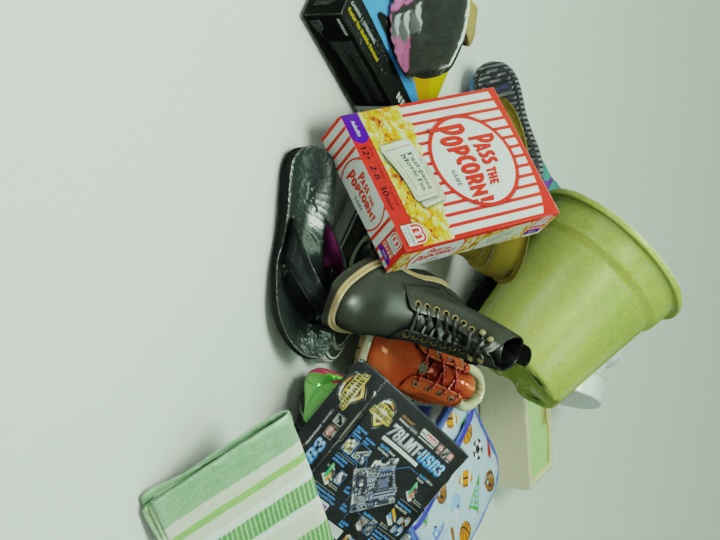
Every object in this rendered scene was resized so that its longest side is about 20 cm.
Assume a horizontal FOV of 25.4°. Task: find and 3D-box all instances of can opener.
[{"bbox_3d":[0.152,0.039,1.870,0.200,0.063,0.079,-49,162,-34],"label":"can opener"}]

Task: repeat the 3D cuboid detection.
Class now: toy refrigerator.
[{"bbox_3d":[0.190,0.157,1.936,0.076,0.069,0.202,-29,118,-56],"label":"toy refrigerator"}]

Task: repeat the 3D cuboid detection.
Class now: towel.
[{"bbox_3d":[-0.100,0.238,1.414,0.152,0.023,0.201,-30,124,-19],"label":"towel"}]

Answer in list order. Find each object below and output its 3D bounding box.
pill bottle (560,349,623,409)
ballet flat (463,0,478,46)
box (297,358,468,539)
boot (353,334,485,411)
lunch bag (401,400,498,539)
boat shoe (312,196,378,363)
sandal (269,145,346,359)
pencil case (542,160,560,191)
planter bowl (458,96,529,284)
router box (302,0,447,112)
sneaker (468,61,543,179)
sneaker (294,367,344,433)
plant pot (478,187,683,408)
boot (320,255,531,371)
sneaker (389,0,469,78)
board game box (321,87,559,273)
[{"bbox_3d":[0.287,0.069,2.051,0.114,0.113,0.202,41,59,-55],"label":"pill bottle"},{"bbox_3d":[0.092,-0.316,1.688,0.063,0.069,0.200,-39,139,-1],"label":"ballet flat"},{"bbox_3d":[-0.008,0.208,1.531,0.199,0.050,0.200,-52,143,-5],"label":"box"},{"bbox_3d":[0.063,0.098,1.644,0.200,0.106,0.076,33,75,-63],"label":"boot"},{"bbox_3d":[0.077,0.237,1.745,0.201,0.075,0.161,-61,140,-39],"label":"lunch bag"},{"bbox_3d":[0.000,0.000,1.582,0.071,0.063,0.201,50,52,-51],"label":"boat shoe"},{"bbox_3d":[-0.045,-0.016,1.500,0.075,0.048,0.203,-3,93,-41],"label":"sandal"},{"bbox_3d":[0.206,-0.078,1.917,0.085,0.092,0.200,-44,144,-1],"label":"pencil case"},{"bbox_3d":[0.112,-0.084,1.712,0.200,0.083,0.202,177,-90,-77],"label":"planter bowl"},{"bbox_3d":[0.025,-0.242,1.604,0.200,0.051,0.150,57,46,-46],"label":"router box"},{"bbox_3d":[0.165,-0.135,1.814,0.079,0.065,0.202,94,-12,-72],"label":"sneaker"},{"bbox_3d":[-0.011,0.154,1.594,0.200,0.076,0.084,29,88,-56],"label":"sneaker"},{"bbox_3d":[0.224,0.044,1.773,0.184,0.200,0.201,-47,138,-14],"label":"plant pot"},{"bbox_3d":[0.068,0.049,1.516,0.199,0.138,0.078,-5,121,-54],"label":"boot"},{"bbox_3d":[0.084,-0.288,1.581,0.086,0.080,0.202,12,85,-70],"label":"sneaker"},{"bbox_3d":[0.079,-0.092,1.557,0.199,0.046,0.152,-15,70,-36],"label":"board game box"}]
